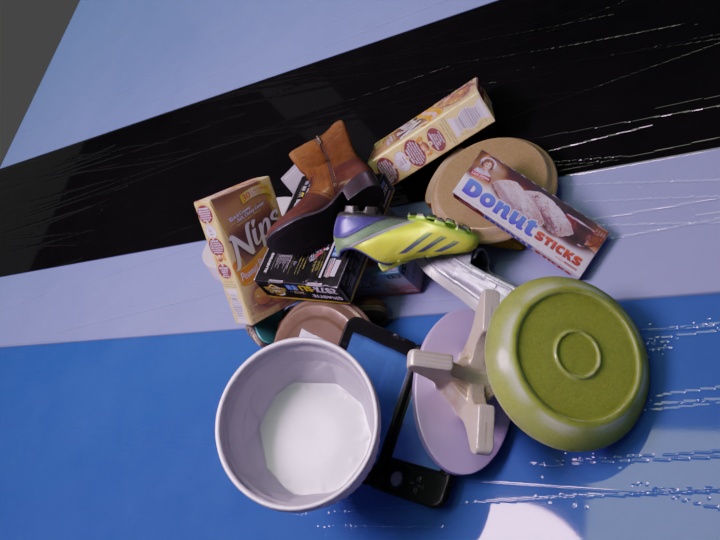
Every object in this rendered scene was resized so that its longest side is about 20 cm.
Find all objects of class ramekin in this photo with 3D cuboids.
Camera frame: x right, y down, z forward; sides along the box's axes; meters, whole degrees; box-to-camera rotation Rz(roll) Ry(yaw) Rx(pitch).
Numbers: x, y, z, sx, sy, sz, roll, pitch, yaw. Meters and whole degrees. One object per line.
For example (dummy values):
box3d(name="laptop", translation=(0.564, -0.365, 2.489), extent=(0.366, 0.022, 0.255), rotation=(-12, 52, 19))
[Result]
box3d(name="ramekin", translation=(-0.067, 0.193, 0.892), extent=(0.196, 0.105, 0.203), rotation=(-4, 66, 9))

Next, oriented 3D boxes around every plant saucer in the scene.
box3d(name="plant saucer", translation=(0.237, 0.097, 0.819), extent=(0.196, 0.031, 0.203), rotation=(3, 70, -8))
box3d(name="plant saucer", translation=(-0.056, 0.136, 1.057), extent=(0.197, 0.029, 0.204), rotation=(-2, 87, 33))

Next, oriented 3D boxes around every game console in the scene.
box3d(name="game console", translation=(0.045, 0.176, 0.944), extent=(0.171, 0.118, 0.203), rotation=(1, 64, 46))

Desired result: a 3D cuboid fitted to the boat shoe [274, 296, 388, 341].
box3d(name="boat shoe", translation=(-0.048, 0.065, 1.124), extent=(0.197, 0.072, 0.069), rotation=(-15, 49, 25))

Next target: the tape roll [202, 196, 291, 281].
box3d(name="tape roll", translation=(-0.183, -0.056, 1.282), extent=(0.200, 0.037, 0.204), rotation=(-21, 30, 12))

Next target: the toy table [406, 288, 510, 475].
box3d(name="toy table", translation=(0.136, 0.132, 0.868), extent=(0.180, 0.117, 0.203), rotation=(-2, 70, -10))

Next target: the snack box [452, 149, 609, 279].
box3d(name="snack box", translation=(0.222, -0.074, 0.964), extent=(0.199, 0.024, 0.072), rotation=(35, 86, 12))

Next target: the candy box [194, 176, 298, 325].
box3d(name="candy box", translation=(-0.167, -0.031, 1.136), extent=(0.115, 0.203, 0.055), rotation=(-28, 19, -37))

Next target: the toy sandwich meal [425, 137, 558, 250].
box3d(name="toy sandwich meal", translation=(0.188, -0.107, 1.059), extent=(0.202, 0.070, 0.208), rotation=(-13, 53, 18))

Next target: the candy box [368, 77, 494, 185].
box3d(name="candy box", translation=(0.111, -0.215, 1.150), extent=(0.198, 0.056, 0.116), rotation=(-30, 17, 19))

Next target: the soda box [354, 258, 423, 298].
box3d(name="soda box", translation=(0.000, 0.000, 1.129), extent=(0.198, 0.068, 0.065), rotation=(-8, 58, 36))

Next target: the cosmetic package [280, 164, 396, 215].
box3d(name="cosmetic package", translation=(-0.040, -0.123, 1.229), extent=(0.107, 0.090, 0.200), rotation=(-45, 48, 1))

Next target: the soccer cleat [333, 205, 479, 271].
box3d(name="soccer cleat", translation=(0.060, -0.038, 0.989), extent=(0.197, 0.065, 0.085), rotation=(8, 96, 10))

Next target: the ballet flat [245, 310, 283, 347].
box3d(name="ballet flat", translation=(-0.164, 0.062, 1.233), extent=(0.075, 0.067, 0.202), rotation=(-43, 35, 37))

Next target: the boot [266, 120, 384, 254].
box3d(name="boot", translation=(-0.077, -0.131, 1.088), extent=(0.187, 0.069, 0.201), rotation=(-35, 44, 6))

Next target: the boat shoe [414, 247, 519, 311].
box3d(name="boat shoe", translation=(0.153, 0.002, 1.002), extent=(0.200, 0.070, 0.072), rotation=(40, 107, 39))

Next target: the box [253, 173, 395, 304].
box3d(name="box", translation=(-0.053, -0.052, 1.093), extent=(0.158, 0.049, 0.202), rotation=(3, 59, 33))
